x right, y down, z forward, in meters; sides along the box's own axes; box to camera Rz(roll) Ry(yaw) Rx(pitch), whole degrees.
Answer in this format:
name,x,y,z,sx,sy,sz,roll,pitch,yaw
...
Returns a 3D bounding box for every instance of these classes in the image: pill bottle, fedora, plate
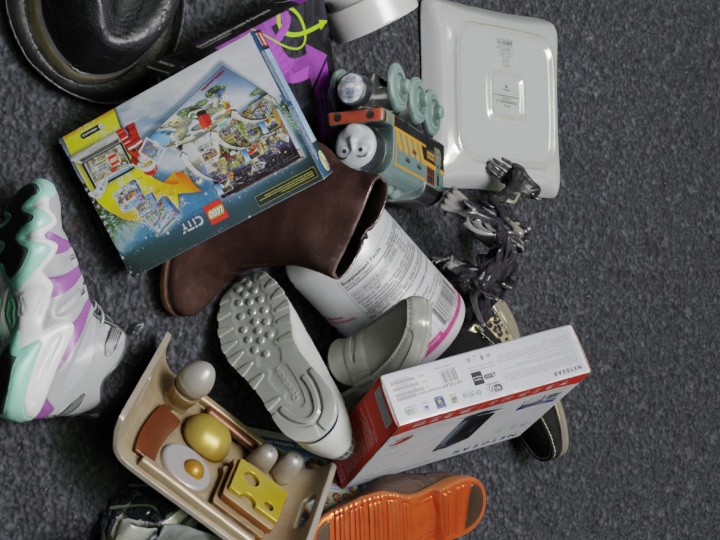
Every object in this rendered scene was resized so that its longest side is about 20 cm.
name,x,y,z,sx,sy,sz,roll,pitch,yaw
pill bottle,-0.024,-0.329,1.510,0.109,0.109,0.202,-34,106,-35
fedora,-0.212,-0.250,1.364,0.199,0.091,0.203,4,84,-38
pill bottle,0.000,0.000,1.496,0.200,0.113,0.114,47,60,-24
plate,0.148,-0.185,1.683,0.198,0.032,0.203,4,83,-37

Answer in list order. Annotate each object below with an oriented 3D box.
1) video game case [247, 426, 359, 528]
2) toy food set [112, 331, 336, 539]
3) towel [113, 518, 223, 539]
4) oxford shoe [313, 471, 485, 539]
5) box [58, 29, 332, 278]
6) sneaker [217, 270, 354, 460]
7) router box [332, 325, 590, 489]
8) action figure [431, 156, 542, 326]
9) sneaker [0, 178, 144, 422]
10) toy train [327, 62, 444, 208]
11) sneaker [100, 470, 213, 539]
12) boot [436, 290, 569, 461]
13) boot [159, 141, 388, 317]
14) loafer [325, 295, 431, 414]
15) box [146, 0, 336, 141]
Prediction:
name,x,y,z,sx,sy,sz,roll,pitch,yaw
video game case,-0.047,0.230,1.419,0.142,0.018,0.201,15,37,-35
toy food set,-0.114,0.153,1.358,0.199,0.060,0.144,38,28,-10
towel,-0.167,0.312,1.325,0.192,0.034,0.202,22,88,-52
oxford shoe,0.022,0.227,1.437,0.198,0.073,0.072,-4,101,-40
box,-0.142,-0.099,1.344,0.138,0.198,0.038,62,16,-7
sneaker,-0.067,0.088,1.427,0.080,0.076,0.201,42,16,-55
router box,0.087,0.126,1.438,0.198,0.180,0.049,-14,70,-23
action figure,0.121,-0.026,1.583,0.101,0.120,0.201,19,37,7
sneaker,-0.243,0.029,1.333,0.139,0.077,0.203,7,90,-39
toy train,0.028,-0.128,1.516,0.200,0.084,0.115,20,67,-68
sneaker,-0.191,0.252,1.361,0.200,0.077,0.087,-49,132,-28
boot,0.122,0.133,1.604,0.150,0.073,0.202,-33,102,-37
boot,-0.080,-0.025,1.376,0.072,0.166,0.201,33,87,-50
loafer,0.004,0.087,1.445,0.069,0.200,0.070,17,47,-19
box,-0.102,-0.159,1.450,0.199,0.036,0.144,-34,129,-34
